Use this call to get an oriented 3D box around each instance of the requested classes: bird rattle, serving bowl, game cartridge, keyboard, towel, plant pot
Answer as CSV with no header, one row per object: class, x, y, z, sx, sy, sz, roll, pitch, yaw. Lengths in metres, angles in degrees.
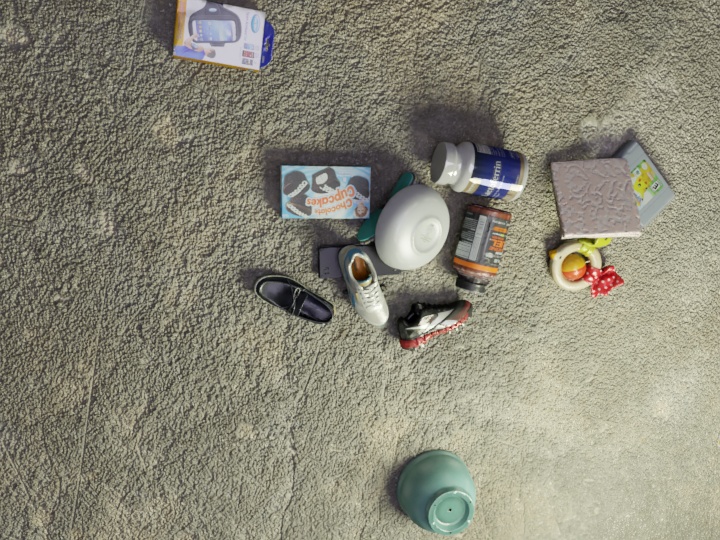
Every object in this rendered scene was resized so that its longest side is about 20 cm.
bird rattle,0.553,-0.015,1.561,0.163,0.113,0.200,-18,118,2
serving bowl,0.130,-0.088,1.399,0.200,0.066,0.200,-18,122,-32
game cartridge,0.690,-0.210,1.568,0.133,0.040,0.200,-44,107,2
keyboard,0.000,0.000,1.452,0.200,0.021,0.127,-2,100,-12
towel,0.557,-0.170,1.484,0.191,0.032,0.200,-3,72,1
plant pot,0.204,0.568,1.551,0.200,0.134,0.201,-2,101,-13

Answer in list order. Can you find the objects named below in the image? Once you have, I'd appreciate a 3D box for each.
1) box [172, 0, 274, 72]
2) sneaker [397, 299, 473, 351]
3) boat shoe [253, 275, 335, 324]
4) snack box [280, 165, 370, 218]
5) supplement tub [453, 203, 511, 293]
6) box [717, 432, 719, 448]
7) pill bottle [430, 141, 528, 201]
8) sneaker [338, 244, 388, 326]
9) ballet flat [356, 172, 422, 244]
box,-0.278,-0.482,1.281,0.200,0.041,0.119,6,99,-12
sneaker,0.174,0.110,1.487,0.200,0.071,0.098,-25,108,-6
boat shoe,-0.144,0.067,1.409,0.200,0.062,0.075,26,96,-15
snack box,-0.078,-0.175,1.389,0.200,0.037,0.116,-2,101,-13
supplement tub,0.280,-0.051,1.464,0.107,0.107,0.200,11,99,-15
box,1.103,0.424,1.754,0.112,0.101,0.200,4,100,-14
pill bottle,0.268,-0.229,1.421,0.200,0.116,0.116,8,99,-14
sneaker,0.010,0.042,1.410,0.076,0.081,0.200,-28,106,-9
ballet flat,0.075,-0.129,1.424,0.072,0.072,0.200,38,92,-17
